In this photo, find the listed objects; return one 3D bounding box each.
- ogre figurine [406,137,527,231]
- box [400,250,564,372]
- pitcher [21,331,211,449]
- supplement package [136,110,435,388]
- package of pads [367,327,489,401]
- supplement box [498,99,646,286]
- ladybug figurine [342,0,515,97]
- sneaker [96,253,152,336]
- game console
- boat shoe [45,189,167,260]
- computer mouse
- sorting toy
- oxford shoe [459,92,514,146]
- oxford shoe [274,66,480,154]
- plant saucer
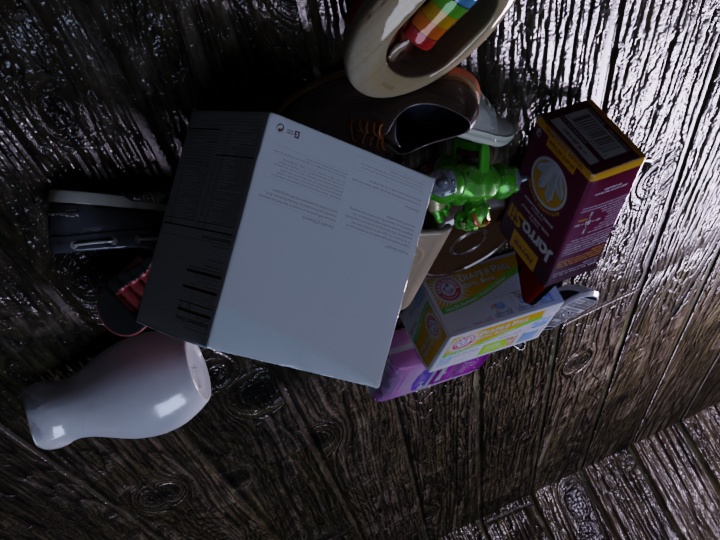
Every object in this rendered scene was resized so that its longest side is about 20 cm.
[{"bbox_3d":[0.095,-0.095,1.213,0.199,0.099,0.119,19,166,-41],"label":"ogre figurine"},{"bbox_3d":[0.175,0.056,1.592,0.199,0.102,0.113,-16,154,-23],"label":"box"},{"bbox_3d":[-0.282,0.147,1.326,0.199,0.122,0.172,-18,177,6],"label":"pitcher"},{"bbox_3d":[-0.068,-0.020,0.992,0.190,0.202,0.147,18,176,-36],"label":"supplement package"},{"bbox_3d":[0.108,0.131,1.706,0.199,0.076,0.121,-14,155,-26],"label":"package of pads"},{"bbox_3d":[0.252,-0.092,1.332,0.085,0.111,0.201,-19,145,-25],"label":"supplement box"},{"bbox_3d":[0.060,-0.235,0.938,0.200,0.072,0.135,-41,148,22],"label":"ladybug figurine"},{"bbox_3d":[-0.195,-0.020,1.146,0.200,0.074,0.087,-42,-174,12],"label":"sneaker"},{"bbox_3d":[0.315,-0.054,1.507,0.118,0.173,0.200,19,135,-22],"label":"game console"},{"bbox_3d":[-0.200,-0.033,1.036,0.199,0.063,0.072,9,178,-29],"label":"boat shoe"},{"bbox_3d":[0.310,0.071,1.831,0.199,0.044,0.109,-34,150,29],"label":"computer mouse"},{"bbox_3d":[0.000,0.000,1.371,0.198,0.037,0.186,-8,150,-22],"label":"sorting toy"},{"bbox_3d":[0.106,-0.171,1.130,0.199,0.075,0.058,7,112,-52],"label":"oxford shoe"},{"bbox_3d":[0.012,-0.144,1.016,0.198,0.073,0.072,-9,126,13],"label":"oxford shoe"},{"bbox_3d":[0.137,-0.047,1.441,0.199,0.032,0.201,-23,155,-11],"label":"plant saucer"}]
